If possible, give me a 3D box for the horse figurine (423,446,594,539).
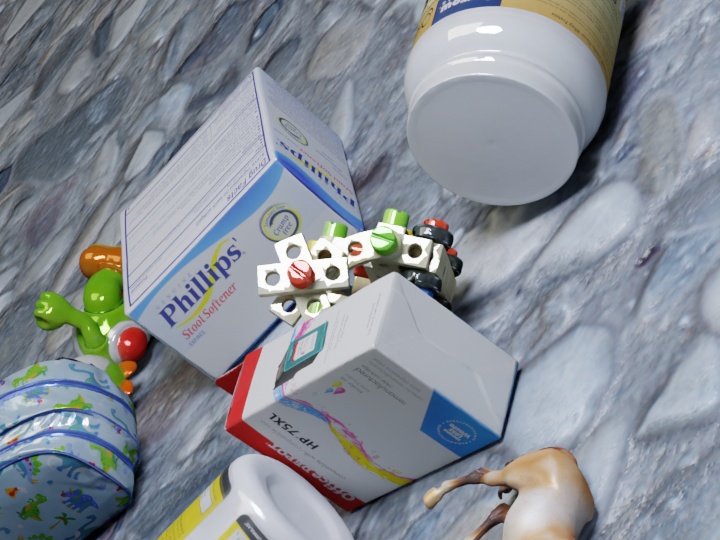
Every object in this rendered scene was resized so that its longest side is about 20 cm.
[{"bbox_3d":[0.092,0.158,1.472,0.132,0.050,0.200,-25,26,26],"label":"horse figurine"}]

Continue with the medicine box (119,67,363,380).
[{"bbox_3d":[-0.102,-0.040,2.091,0.182,0.103,0.200,-46,23,15],"label":"medicine box"}]

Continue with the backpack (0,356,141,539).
[{"bbox_3d":[-0.268,0.161,2.064,0.200,0.163,0.154,-41,32,8],"label":"backpack"}]

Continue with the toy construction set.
[{"bbox_3d":[0.000,0.000,1.767,0.200,0.131,0.093,9,-88,-78],"label":"toy construction set"}]

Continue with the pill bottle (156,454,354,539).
[{"bbox_3d":[-0.103,0.225,1.675,0.200,0.112,0.112,-46,23,14],"label":"pill bottle"}]

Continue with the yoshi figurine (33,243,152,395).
[{"bbox_3d":[-0.245,0.077,2.204,0.112,0.112,0.201,-53,18,44],"label":"yoshi figurine"}]

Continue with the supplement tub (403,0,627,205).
[{"bbox_3d":[0.110,-0.158,1.802,0.144,0.144,0.200,-33,29,38],"label":"supplement tub"}]

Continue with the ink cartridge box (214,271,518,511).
[{"bbox_3d":[-0.006,0.090,1.686,0.200,0.116,0.067,-31,33,43],"label":"ink cartridge box"}]
